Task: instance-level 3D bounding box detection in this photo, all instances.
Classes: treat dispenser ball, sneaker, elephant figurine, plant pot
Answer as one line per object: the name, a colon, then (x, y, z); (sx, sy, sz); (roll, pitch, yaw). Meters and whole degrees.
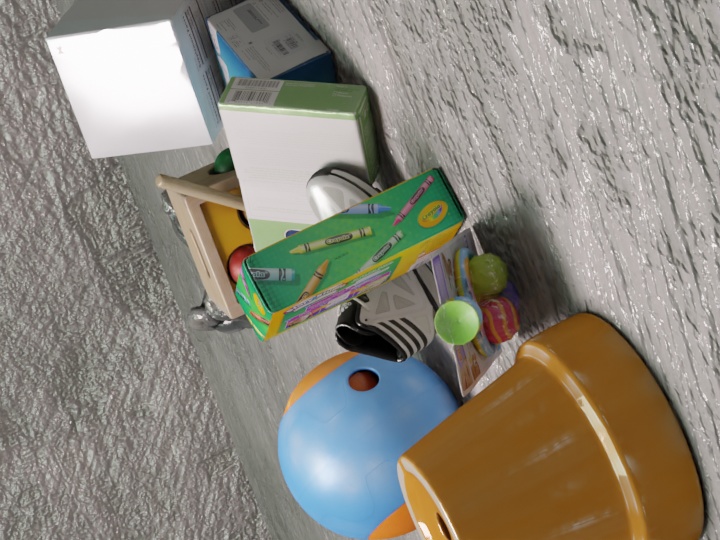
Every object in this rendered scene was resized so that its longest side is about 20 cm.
treat dispenser ball: (0.012, 0.182, 1.884); (0.201, 0.200, 0.201); (59, 166, 25)
sneaker: (0.000, 0.000, 1.712); (0.201, 0.115, 0.076); (52, 133, -4)
elephant figurine: (-0.182, -0.021, 2.491); (0.141, 0.155, 0.201); (-17, 69, 44)
plant pot: (0.136, 0.161, 1.389); (0.201, 0.183, 0.200); (60, 166, 25)

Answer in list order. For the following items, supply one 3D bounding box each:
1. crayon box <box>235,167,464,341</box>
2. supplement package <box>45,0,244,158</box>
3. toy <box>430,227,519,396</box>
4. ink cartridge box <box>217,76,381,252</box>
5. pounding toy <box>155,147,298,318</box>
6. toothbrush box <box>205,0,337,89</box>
crayon box: (-0.012, -0.013, 1.626); (0.058, 0.199, 0.119); (62, 167, 10)
supplement package: (-0.218, -0.243, 1.949); (0.200, 0.151, 0.151); (-67, -34, -52)
toy: (0.105, 0.027, 1.491); (0.200, 0.047, 0.116); (-28, -75, -72)
ink cartridge box: (-0.052, -0.098, 1.779); (0.201, 0.145, 0.048); (78, -155, -44)
pounding toy: (-0.134, -0.063, 2.061); (0.142, 0.183, 0.201); (32, 145, 67)
toothbrush box: (-0.079, -0.168, 1.872); (0.147, 0.085, 0.201); (51, 160, 46)
